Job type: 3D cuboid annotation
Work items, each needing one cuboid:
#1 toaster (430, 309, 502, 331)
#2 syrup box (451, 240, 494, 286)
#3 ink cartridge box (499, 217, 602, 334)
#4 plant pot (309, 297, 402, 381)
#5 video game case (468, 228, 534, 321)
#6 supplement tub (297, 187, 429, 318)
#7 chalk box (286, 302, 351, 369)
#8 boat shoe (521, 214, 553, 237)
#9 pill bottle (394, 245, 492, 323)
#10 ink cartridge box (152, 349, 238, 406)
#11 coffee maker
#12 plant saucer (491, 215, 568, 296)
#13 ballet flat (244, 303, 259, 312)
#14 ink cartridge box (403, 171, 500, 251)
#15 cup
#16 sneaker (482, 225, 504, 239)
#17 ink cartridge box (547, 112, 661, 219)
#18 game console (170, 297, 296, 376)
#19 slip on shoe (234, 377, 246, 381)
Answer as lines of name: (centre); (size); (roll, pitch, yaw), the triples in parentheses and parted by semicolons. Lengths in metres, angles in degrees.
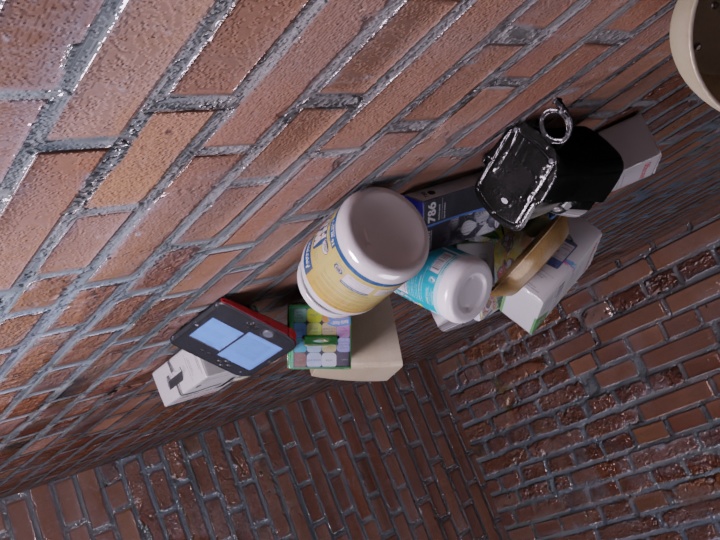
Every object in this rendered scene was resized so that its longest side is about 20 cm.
toaster: (0.224, 0.021, 1.729); (0.199, 0.182, 0.119); (-15, 168, -31)
syrup box: (0.156, -0.014, 1.502); (0.081, 0.080, 0.200); (-3, -175, -24)
ink cartridge box: (0.368, 0.003, 1.604); (0.200, 0.087, 0.146); (-44, 158, -19)
plant pot: (-0.028, 0.141, 1.798); (0.175, 0.202, 0.200); (-9, 165, -11)
video game case: (0.282, -0.024, 1.622); (0.181, 0.202, 0.023); (-27, -145, -33)
supplement tub: (-0.003, -0.019, 1.226); (0.144, 0.146, 0.200); (-15, 166, -32)
chalk box: (-0.080, 0.123, 1.592); (0.123, 0.125, 0.200); (1, 178, -6)
boat shoe: (0.294, -0.119, 1.526); (0.072, 0.066, 0.200); (-40, 147, 17)
pill bottle: (0.113, 0.003, 1.371); (0.110, 0.112, 0.199); (-13, -153, -37)
ink cartridge box: (-0.326, 0.204, 1.748); (0.144, 0.084, 0.200); (-12, 165, -44)
coffee maker: (0.298, -0.154, 1.223); (0.199, 0.136, 0.192); (-12, 163, -44)
plant saucer: (0.300, -0.021, 1.436); (0.200, 0.035, 0.200); (-48, 175, -6)
ballet flat: (-0.238, 0.119, 1.587); (0.063, 0.068, 0.200); (-13, 165, -22)
ink cartridge box: (0.137, -0.089, 1.315); (0.199, 0.039, 0.100); (-18, 127, -22)
cup: (0.422, -0.265, 0.907); (0.199, 0.202, 0.143); (-23, -166, 0)
sneaker: (0.191, -0.093, 1.461); (0.083, 0.075, 0.199); (-19, 162, 33)
ink cartridge box: (0.404, -0.177, 1.436); (0.199, 0.085, 0.145); (-24, 169, 9)
game console: (-0.231, 0.127, 1.516); (0.176, 0.031, 0.200); (27, 139, -29)
slip on shoe: (-0.269, 0.213, 1.934); (0.199, 0.075, 0.061); (-20, 172, -35)
